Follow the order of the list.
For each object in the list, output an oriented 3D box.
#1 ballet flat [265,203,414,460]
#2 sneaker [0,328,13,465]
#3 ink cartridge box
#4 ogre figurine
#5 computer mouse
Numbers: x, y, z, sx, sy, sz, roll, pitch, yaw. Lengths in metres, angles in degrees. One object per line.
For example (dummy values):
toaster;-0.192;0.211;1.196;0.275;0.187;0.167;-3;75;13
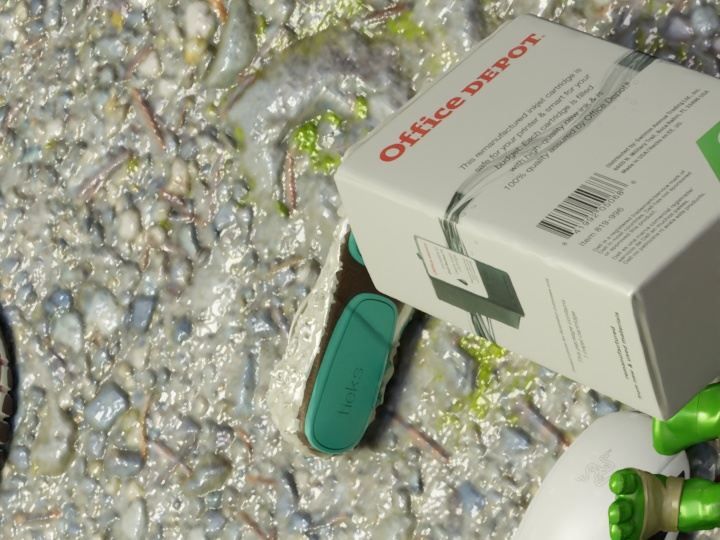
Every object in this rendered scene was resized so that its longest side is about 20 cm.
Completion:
ballet flat;0.000;0.000;1.487;0.072;0.072;0.201;29;97;34
sneaker;-0.258;0.097;1.606;0.075;0.115;0.201;-9;75;32
ink cartridge box;0.109;-0.031;1.353;0.146;0.083;0.200;-39;42;-25
ogre figurine;0.186;0.085;1.319;0.119;0.200;0.099;2;125;19
computer mouse;0.094;0.161;1.391;0.109;0.044;0.201;23;94;35
